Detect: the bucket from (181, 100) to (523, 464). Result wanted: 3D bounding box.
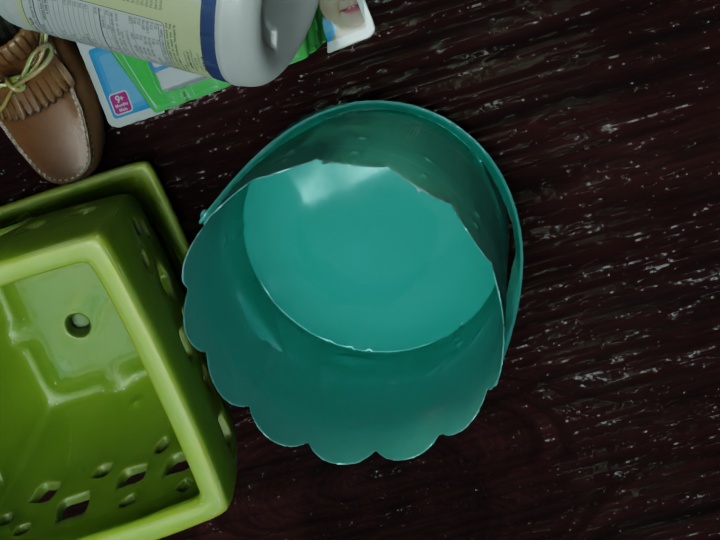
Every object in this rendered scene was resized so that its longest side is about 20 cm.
[{"bbox_3d":[0.000,0.000,1.689,0.205,0.135,0.209,3,115,7],"label":"bucket"}]

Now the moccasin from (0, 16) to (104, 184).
[{"bbox_3d":[-0.217,-0.143,1.693,0.073,0.078,0.203,-13,111,15],"label":"moccasin"}]

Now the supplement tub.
[{"bbox_3d":[-0.126,-0.194,1.540,0.199,0.145,0.146,16,116,14],"label":"supplement tub"}]

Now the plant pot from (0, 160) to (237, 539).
[{"bbox_3d":[-0.187,0.054,1.720,0.199,0.182,0.200,-18,111,16],"label":"plant pot"}]

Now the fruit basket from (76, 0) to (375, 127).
[{"bbox_3d":[-0.108,-0.202,1.642,0.184,0.094,0.201,-18,107,17],"label":"fruit basket"}]
